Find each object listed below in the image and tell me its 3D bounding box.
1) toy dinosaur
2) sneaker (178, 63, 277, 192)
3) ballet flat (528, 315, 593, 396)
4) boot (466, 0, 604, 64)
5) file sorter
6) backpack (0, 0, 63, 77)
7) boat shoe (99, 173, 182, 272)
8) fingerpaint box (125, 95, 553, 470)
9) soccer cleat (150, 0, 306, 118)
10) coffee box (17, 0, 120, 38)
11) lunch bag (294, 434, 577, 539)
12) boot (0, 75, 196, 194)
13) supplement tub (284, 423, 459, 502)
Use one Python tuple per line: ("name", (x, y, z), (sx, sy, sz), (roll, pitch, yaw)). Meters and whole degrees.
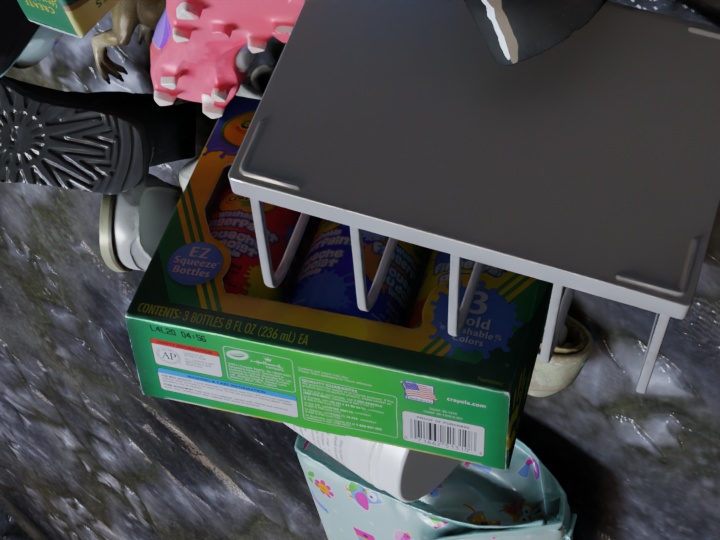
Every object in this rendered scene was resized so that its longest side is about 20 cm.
("toy dinosaur", (-0.141, -0.172, 1.002), (0.200, 0.058, 0.101), (27, 137, 16))
("sneaker", (-0.057, -0.087, 0.980), (0.200, 0.075, 0.081), (-14, 112, 52))
("ballet flat", (0.059, -0.002, 0.951), (0.200, 0.068, 0.062), (37, 141, -4))
("boot", (0.018, -0.166, 0.614), (0.200, 0.165, 0.066), (57, 168, -29))
("file sorter", (0.062, -0.042, 0.721), (0.199, 0.139, 0.125), (16, 154, 11))
("backpack", (-0.231, -0.224, 0.888), (0.200, 0.176, 0.153), (39, -174, 19))
("boat shoe", (-0.129, -0.031, 1.110), (0.068, 0.075, 0.200), (4, 179, 10))
("fingerpaint box", (0.000, 0.000, 0.826), (0.199, 0.167, 0.073), (11, 141, 12))
("soccer cleat", (-0.067, -0.142, 0.788), (0.066, 0.077, 0.200), (11, 163, -14))
("coffee box", (-0.133, -0.215, 0.672), (0.044, 0.123, 0.200), (22, 149, 35))
("lunch bag", (0.067, 0.175, 1.136), (0.200, 0.122, 0.171), (25, 152, 25))
("boot", (-0.196, -0.098, 1.001), (0.164, 0.066, 0.200), (18, -167, 0))
("supplement tub", (-0.014, 0.049, 1.046), (0.200, 0.132, 0.132), (32, 153, 22))
